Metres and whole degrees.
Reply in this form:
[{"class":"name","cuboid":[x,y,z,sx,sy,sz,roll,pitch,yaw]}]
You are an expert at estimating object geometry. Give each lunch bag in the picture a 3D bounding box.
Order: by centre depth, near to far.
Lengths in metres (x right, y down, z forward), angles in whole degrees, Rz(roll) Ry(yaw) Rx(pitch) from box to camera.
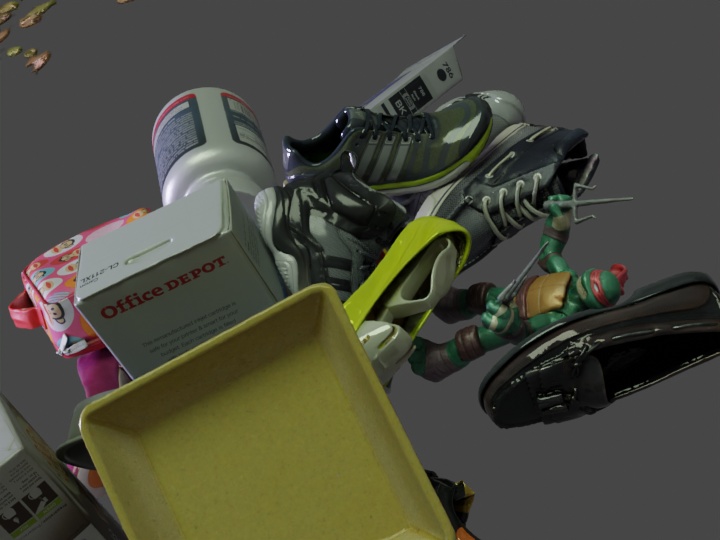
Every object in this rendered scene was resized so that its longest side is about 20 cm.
[{"class":"lunch bag","cuboid":[-0.260,0.013,1.308,0.175,0.083,0.200,-25,19,-13]}]

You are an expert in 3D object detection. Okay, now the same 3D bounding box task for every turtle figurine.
[{"class":"turtle figurine","cuboid":[0.131,0.021,1.045,0.199,0.101,0.150,-24,18,36]}]

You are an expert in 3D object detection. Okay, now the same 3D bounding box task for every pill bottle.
[{"class":"pill bottle","cuboid":[-0.148,-0.093,1.365,0.119,0.120,0.201,-27,35,5]}]

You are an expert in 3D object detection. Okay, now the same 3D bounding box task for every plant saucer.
[{"class":"plant saucer","cuboid":[-0.062,0.142,0.900,0.198,0.048,0.202,-27,79,2]}]

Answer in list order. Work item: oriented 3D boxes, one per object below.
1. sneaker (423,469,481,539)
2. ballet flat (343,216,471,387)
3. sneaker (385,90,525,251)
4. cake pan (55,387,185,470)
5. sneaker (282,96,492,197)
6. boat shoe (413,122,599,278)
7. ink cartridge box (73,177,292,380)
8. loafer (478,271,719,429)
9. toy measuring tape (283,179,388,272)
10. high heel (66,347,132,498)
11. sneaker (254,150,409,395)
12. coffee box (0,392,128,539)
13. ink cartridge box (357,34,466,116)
[{"class":"sneaker","cuboid":[0.035,0.173,0.963,0.089,0.070,0.200,-30,40,-9]},{"class":"ballet flat","cuboid":[0.024,0.036,1.028,0.067,0.067,0.201,3,51,49]},{"class":"sneaker","cuboid":[0.073,-0.083,1.236,0.199,0.075,0.115,-29,36,12]},{"class":"cake pan","cuboid":[-0.137,0.123,1.037,0.198,0.200,0.037,-13,70,23]},{"class":"sneaker","cuboid":[0.021,-0.109,1.167,0.198,0.081,0.074,-23,40,2]},{"class":"boat shoe","cuboid":[0.127,-0.060,1.162,0.092,0.075,0.200,5,48,50]},{"class":"ink cartridge box","cuboid":[-0.126,0.042,1.115,0.144,0.201,0.083,-24,36,10]},{"class":"loafer","cuboid":[0.183,0.067,0.979,0.198,0.072,0.063,-27,40,1]},{"class":"toy measuring tape","cuboid":[-0.026,-0.011,1.190,0.073,0.074,0.200,-40,59,-14]},{"class":"high heel","cuboid":[-0.246,0.134,1.199,0.095,0.068,0.201,-4,37,18]},{"class":"sneaker","cuboid":[0.000,0.000,1.097,0.113,0.201,0.075,-30,-9,8]},{"class":"coffee box","cuboid":[-0.247,0.194,1.021,0.079,0.201,0.114,-37,35,-8]},{"class":"ink cartridge box","cuboid":[0.033,-0.167,1.343,0.099,0.039,0.200,-23,15,50]}]
